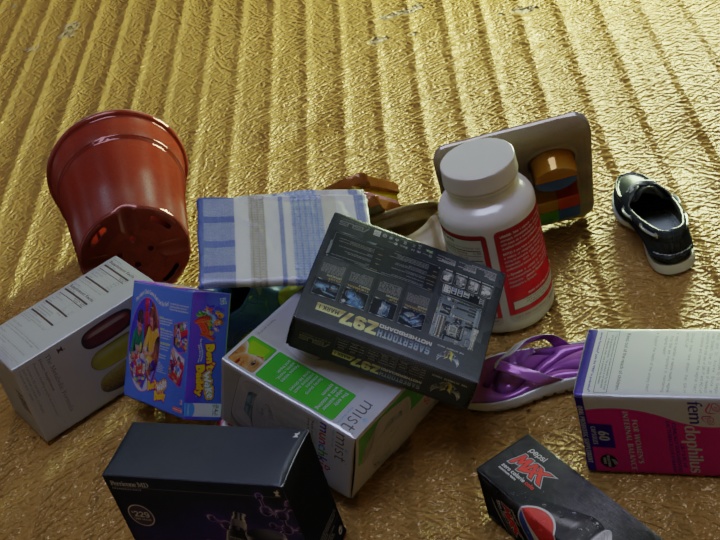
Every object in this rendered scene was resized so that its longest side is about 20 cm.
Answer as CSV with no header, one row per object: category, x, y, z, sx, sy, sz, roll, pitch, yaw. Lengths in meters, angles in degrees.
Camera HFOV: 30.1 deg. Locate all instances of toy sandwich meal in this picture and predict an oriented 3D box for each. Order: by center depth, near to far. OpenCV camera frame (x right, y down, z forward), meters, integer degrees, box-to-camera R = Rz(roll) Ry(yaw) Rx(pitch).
toy sandwich meal,0.002,-0.065,1.640,0.202,0.071,0.205,-21,-7,-3

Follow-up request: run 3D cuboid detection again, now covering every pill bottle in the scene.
pill bottle,0.149,-0.040,1.502,0.110,0.202,0.113,-11,33,8

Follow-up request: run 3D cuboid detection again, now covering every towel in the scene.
towel,-0.082,-0.033,1.473,0.196,0.024,0.148,-3,45,-6

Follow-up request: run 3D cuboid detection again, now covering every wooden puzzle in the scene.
wooden puzzle,0.188,-0.096,1.587,0.182,0.201,0.047,-13,60,5

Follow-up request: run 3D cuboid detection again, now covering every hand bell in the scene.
hand bell,0.000,0.000,1.569,0.197,0.105,0.105,-8,32,-6

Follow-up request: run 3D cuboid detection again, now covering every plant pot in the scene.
plant pot,-0.314,-0.078,1.797,0.198,0.203,0.196,-19,41,-3

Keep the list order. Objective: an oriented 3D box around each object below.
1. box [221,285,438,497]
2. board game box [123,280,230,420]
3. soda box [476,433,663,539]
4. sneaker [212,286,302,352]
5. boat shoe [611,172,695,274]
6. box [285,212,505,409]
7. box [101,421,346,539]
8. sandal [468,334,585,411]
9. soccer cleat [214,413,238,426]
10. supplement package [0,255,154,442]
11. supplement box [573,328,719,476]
box,-0.020,0.111,1.407,0.175,0.098,0.200,27,46,25
board game box,-0.207,0.085,1.491,0.044,0.137,0.199,5,1,-28
soda box,0.191,0.233,1.212,0.070,0.064,0.200,-29,35,-19
sneaker,-0.144,0.047,1.539,0.199,0.104,0.077,-28,50,45
boat shoe,0.347,-0.074,1.589,0.075,0.061,0.201,-19,33,-3
box,0.039,0.039,1.369,0.197,0.051,0.159,19,46,1
box,-0.131,0.226,1.298,0.197,0.143,0.079,-1,35,24
sandal,0.191,0.096,1.423,0.199,0.050,0.083,-13,33,7
soccer cleat,-0.109,0.151,1.463,0.076,0.067,0.201,-25,26,16
supplement package,-0.335,0.091,1.613,0.199,0.115,0.109,-34,35,-23
supplement box,0.314,0.125,1.278,0.197,0.102,0.104,-2,36,22
